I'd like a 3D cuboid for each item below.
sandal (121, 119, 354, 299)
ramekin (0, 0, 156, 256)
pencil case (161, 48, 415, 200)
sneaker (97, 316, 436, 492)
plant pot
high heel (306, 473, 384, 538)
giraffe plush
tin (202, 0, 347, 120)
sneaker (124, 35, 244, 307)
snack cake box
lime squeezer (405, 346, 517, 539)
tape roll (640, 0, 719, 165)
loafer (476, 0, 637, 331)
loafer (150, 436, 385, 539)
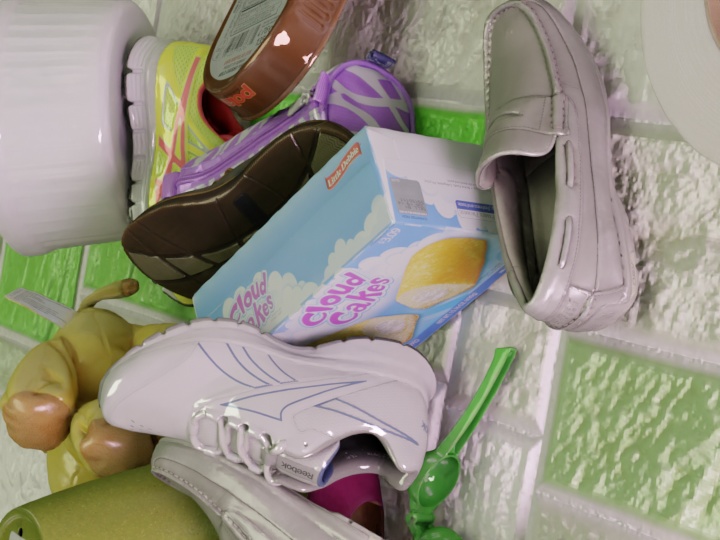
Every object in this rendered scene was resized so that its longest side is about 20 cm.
[{"bbox_3d":[-0.069,-0.043,1.074,0.200,0.082,0.055,-34,16,35],"label":"sandal"},{"bbox_3d":[-0.210,-0.113,1.272,0.097,0.200,0.202,-2,78,9],"label":"ramekin"},{"bbox_3d":[-0.048,-0.070,1.124,0.200,0.085,0.084,-29,53,48],"label":"pencil case"},{"bbox_3d":[-0.052,0.082,0.976,0.075,0.199,0.087,97,174,-47],"label":"sneaker"},{"bbox_3d":[-0.133,0.201,1.095,0.187,0.199,0.188,-15,72,53],"label":"plant pot"},{"bbox_3d":[0.018,0.191,1.025,0.096,0.067,0.201,-6,77,30],"label":"high heel"},{"bbox_3d":[-0.188,0.121,1.246,0.200,0.172,0.163,34,134,38],"label":"giraffe plush"},{"bbox_3d":[-0.040,-0.191,1.111,0.112,0.042,0.201,-8,53,54],"label":"tin"},{"bbox_3d":[-0.118,-0.072,1.234,0.090,0.078,0.201,-2,101,15],"label":"sneaker"},{"bbox_3d":[0.000,0.000,1.018,0.200,0.115,0.068,-42,54,42],"label":"snack cake box"},{"bbox_3d":[0.060,0.147,0.988,0.070,0.038,0.201,-2,80,22],"label":"lime squeezer"},{"bbox_3d":[0.217,-0.141,0.811,0.202,0.037,0.204,-16,71,53],"label":"tape roll"},{"bbox_3d":[0.097,-0.064,0.921,0.070,0.069,0.201,-39,54,44],"label":"loafer"},{"bbox_3d":[-0.053,0.159,0.994,0.199,0.070,0.070,26,79,33],"label":"loafer"}]
